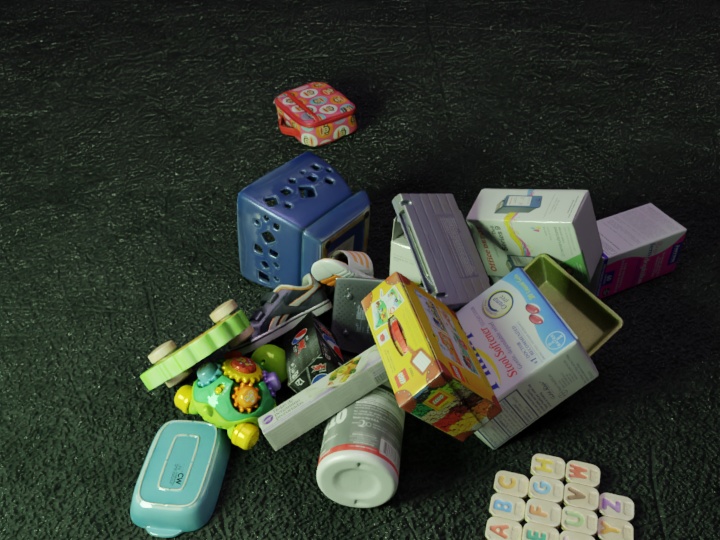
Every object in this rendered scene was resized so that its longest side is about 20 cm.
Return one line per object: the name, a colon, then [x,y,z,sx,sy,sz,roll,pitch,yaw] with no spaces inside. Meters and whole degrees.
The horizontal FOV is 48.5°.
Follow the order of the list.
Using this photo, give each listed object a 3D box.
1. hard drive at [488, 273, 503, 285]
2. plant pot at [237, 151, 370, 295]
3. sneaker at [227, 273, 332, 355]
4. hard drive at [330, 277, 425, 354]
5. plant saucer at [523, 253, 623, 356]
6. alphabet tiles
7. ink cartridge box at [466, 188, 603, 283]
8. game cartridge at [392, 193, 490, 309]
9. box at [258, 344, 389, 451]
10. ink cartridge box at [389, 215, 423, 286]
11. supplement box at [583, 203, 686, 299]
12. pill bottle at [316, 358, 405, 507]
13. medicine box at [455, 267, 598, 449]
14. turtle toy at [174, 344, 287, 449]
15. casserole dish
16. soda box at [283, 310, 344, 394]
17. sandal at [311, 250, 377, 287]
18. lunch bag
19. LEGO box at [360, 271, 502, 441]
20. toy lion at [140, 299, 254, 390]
hard drive: [0.321,0.051,1.435,0.138,0.033,0.201,-8,39,-10]
plant pot: [-0.095,-0.068,1.465,0.179,0.201,0.200,30,47,25]
sneaker: [-0.147,0.075,1.351,0.199,0.080,0.078,-29,2,-27]
hard drive: [0.053,0.079,1.329,0.198,0.136,0.042,8,18,7]
plant saucer: [0.294,0.102,1.301,0.200,0.048,0.200,-43,49,2]
alphabet tiles: [0.274,0.338,1.090,0.193,0.015,0.201,10,40,13]
ink cartridge box: [0.302,-0.062,1.389,0.198,0.146,0.088,7,49,36]
game cartridge: [0.135,-0.032,1.297,0.129,0.038,0.202,-1,64,-42]
box: [-0.047,0.177,1.118,0.199,0.042,0.039,-33,31,-4]
ink cartridge box: [0.107,-0.014,1.376,0.067,0.202,0.117,21,38,28]
supplement box: [0.489,-0.037,1.489,0.198,0.102,0.103,-19,42,-21]
pill bottle: [0.006,0.226,1.153,0.113,0.115,0.201,4,38,5]
medicine box: [0.221,0.131,1.214,0.199,0.103,0.183,-37,41,7]
turtle toy: [-0.176,0.175,1.212,0.145,0.102,0.200,26,21,18]
casserole dish: [-0.257,0.285,1.145,0.120,0.039,0.201,3,39,5]
soda box: [-0.071,0.135,1.234,0.071,0.063,0.200,-43,17,5]
sandal: [-0.006,0.002,1.395,0.079,0.206,0.060,-14,65,39]
lunch bag: [-0.120,-0.378,1.948,0.175,0.083,0.200,-24,42,-21]
LEGO box: [0.098,0.119,1.127,0.077,0.149,0.201,-41,40,18]
toy lion: [-0.249,0.120,1.202,0.199,0.069,0.192,-33,4,9]
